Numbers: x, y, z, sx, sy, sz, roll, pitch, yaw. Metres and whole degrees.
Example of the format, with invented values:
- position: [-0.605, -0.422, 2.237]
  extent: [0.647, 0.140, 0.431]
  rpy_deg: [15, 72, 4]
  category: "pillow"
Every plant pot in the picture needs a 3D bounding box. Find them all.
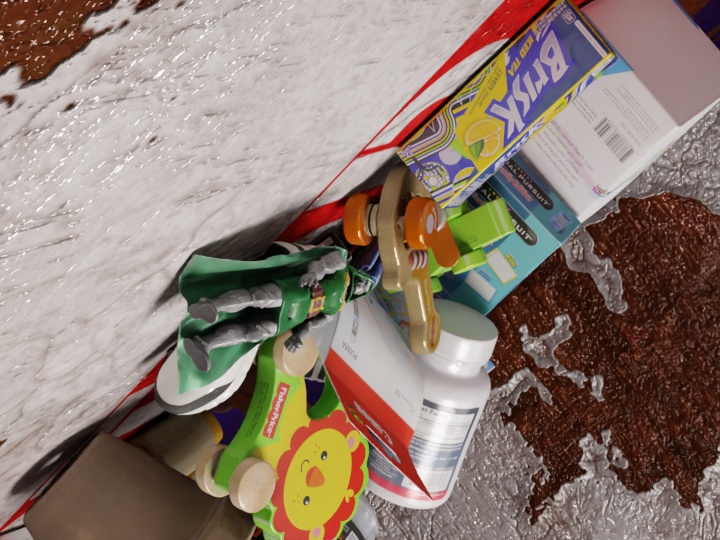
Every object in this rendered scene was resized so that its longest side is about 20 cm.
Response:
- position: [-0.223, 0.253, 1.203]
  extent: [0.200, 0.175, 0.200]
  rpy_deg: [-45, -173, 7]
  category: "plant pot"

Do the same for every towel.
- position: [0.000, 0.000, 1.305]
  extent: [0.200, 0.024, 0.148]
  rpy_deg: [-52, -171, 53]
  category: "towel"

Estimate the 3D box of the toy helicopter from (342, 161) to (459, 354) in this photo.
- position: [0.053, -0.012, 1.201]
  extent: [0.133, 0.078, 0.203]
  rpy_deg: [-57, 144, -50]
  category: "toy helicopter"

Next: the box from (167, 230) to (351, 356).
- position: [-0.100, 0.046, 1.224]
  extent: [0.199, 0.035, 0.110]
  rpy_deg: [-38, 172, -17]
  category: "box"

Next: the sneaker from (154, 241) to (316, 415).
- position: [-0.113, 0.045, 1.087]
  extent: [0.200, 0.074, 0.080]
  rpy_deg: [-46, 157, 7]
  category: "sneaker"

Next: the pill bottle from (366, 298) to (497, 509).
- position: [0.073, 0.139, 1.339]
  extent: [0.119, 0.118, 0.203]
  rpy_deg: [-25, 138, -61]
  category: "pill bottle"

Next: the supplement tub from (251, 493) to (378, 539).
- position: [-0.081, 0.303, 1.279]
  extent: [0.201, 0.122, 0.123]
  rpy_deg: [-50, 178, -26]
  category: "supplement tub"

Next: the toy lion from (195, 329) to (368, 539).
- position: [-0.054, 0.162, 1.184]
  extent: [0.191, 0.068, 0.203]
  rpy_deg: [26, 79, -47]
  category: "toy lion"

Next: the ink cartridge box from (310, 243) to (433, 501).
- position: [0.014, 0.091, 1.137]
  extent: [0.047, 0.201, 0.160]
  rpy_deg: [-34, 133, 8]
  category: "ink cartridge box"

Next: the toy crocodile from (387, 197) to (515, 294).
- position: [0.086, -0.021, 1.282]
  extent: [0.061, 0.068, 0.199]
  rpy_deg: [-17, 168, -43]
  category: "toy crocodile"

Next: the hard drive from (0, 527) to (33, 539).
- position: [-0.421, 0.330, 1.329]
  extent: [0.131, 0.026, 0.200]
  rpy_deg: [-41, 173, 4]
  category: "hard drive"

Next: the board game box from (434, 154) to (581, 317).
- position: [0.118, -0.043, 1.316]
  extent: [0.047, 0.151, 0.200]
  rpy_deg: [-40, 175, -39]
  category: "board game box"

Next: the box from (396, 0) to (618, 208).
- position: [0.130, -0.146, 1.107]
  extent: [0.200, 0.070, 0.064]
  rpy_deg: [-42, 173, 16]
  category: "box"

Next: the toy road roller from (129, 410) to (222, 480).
- position: [-0.223, 0.269, 1.475]
  extent: [0.122, 0.147, 0.200]
  rpy_deg: [-32, 169, -44]
  category: "toy road roller"

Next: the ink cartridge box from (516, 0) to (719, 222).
- position: [0.245, -0.165, 1.265]
  extent: [0.145, 0.147, 0.200]
  rpy_deg: [-33, 171, -41]
  category: "ink cartridge box"

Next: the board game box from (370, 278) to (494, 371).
- position: [0.047, 0.078, 1.484]
  extent: [0.134, 0.201, 0.034]
  rpy_deg: [-35, 172, -20]
  category: "board game box"

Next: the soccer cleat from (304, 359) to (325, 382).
- position: [-0.044, 0.101, 1.430]
  extent: [0.199, 0.085, 0.069]
  rpy_deg: [-16, -147, 48]
  category: "soccer cleat"

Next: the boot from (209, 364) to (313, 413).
- position: [-0.085, 0.174, 1.394]
  extent: [0.068, 0.200, 0.189]
  rpy_deg: [-39, 174, -37]
  category: "boot"

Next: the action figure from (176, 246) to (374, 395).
- position: [-0.060, 0.026, 1.008]
  extent: [0.199, 0.054, 0.120]
  rpy_deg: [-19, 131, -47]
  category: "action figure"
